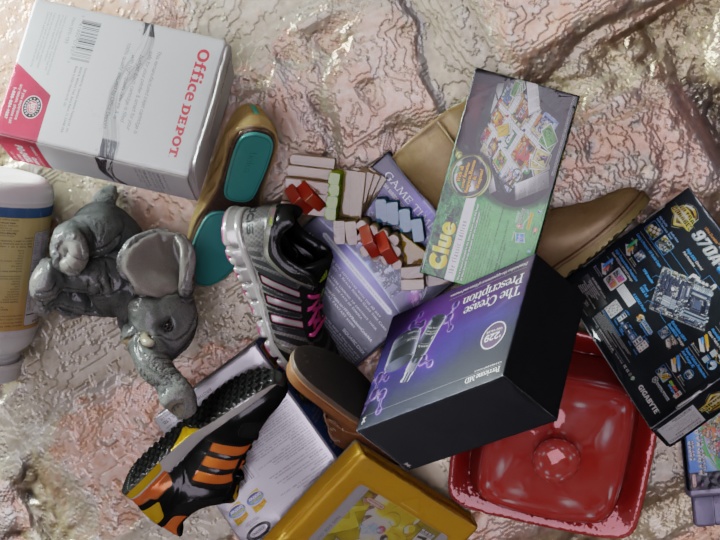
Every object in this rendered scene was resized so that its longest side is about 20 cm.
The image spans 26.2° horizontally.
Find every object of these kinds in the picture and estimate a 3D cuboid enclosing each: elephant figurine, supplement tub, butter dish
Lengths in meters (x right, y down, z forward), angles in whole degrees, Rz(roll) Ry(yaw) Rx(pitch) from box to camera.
[{"bbox_3d":[-0.211,0.028,1.511,0.198,0.141,0.156,26,97,4],"label":"elephant figurine"},{"bbox_3d":[-0.386,0.001,1.534,0.143,0.145,0.202,11,99,5],"label":"supplement tub"},{"bbox_3d":[0.188,0.165,1.484,0.197,0.148,0.202,11,100,6],"label":"butter dish"}]

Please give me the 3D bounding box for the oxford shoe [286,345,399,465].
[{"bbox_3d":[-0.012,0.142,1.508,0.071,0.072,0.200,-32,129,25],"label":"oxford shoe"}]

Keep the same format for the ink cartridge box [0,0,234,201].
[{"bbox_3d":[-0.234,-0.164,1.499,0.198,0.083,0.147,13,74,5],"label":"ink cartridge box"}]

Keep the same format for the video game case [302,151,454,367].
[{"bbox_3d":[0.000,0.000,1.550,0.200,0.019,0.143,-40,92,10],"label":"video game case"}]

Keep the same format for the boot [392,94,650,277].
[{"bbox_3d":[0.156,-0.087,1.496,0.175,0.066,0.201,-38,88,5],"label":"boot"}]

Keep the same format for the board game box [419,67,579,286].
[{"bbox_3d":[0.131,-0.080,1.461,0.104,0.023,0.202,16,95,6],"label":"board game box"}]

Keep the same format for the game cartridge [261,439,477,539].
[{"bbox_3d":[-0.006,0.283,1.541,0.176,0.032,0.200,35,102,-31],"label":"game cartridge"}]

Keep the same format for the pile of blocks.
[{"bbox_3d":[0.008,-0.049,1.502,0.199,0.062,0.083,31,101,1],"label":"pile of blocks"}]

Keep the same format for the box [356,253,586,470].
[{"bbox_3d":[0.101,0.088,1.430,0.079,0.142,0.199,36,141,-26],"label":"box"}]

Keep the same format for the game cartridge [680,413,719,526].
[{"bbox_3d":[0.378,0.149,1.517,0.128,0.038,0.202,-7,97,4],"label":"game cartridge"}]

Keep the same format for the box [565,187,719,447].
[{"bbox_3d":[0.296,0.040,1.440,0.158,0.201,0.046,-38,136,10],"label":"box"}]

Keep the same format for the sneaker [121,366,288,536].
[{"bbox_3d":[-0.134,0.177,1.498,0.199,0.070,0.090,-38,107,11],"label":"sneaker"}]

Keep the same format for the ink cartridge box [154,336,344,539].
[{"bbox_3d":[-0.094,0.186,1.558,0.136,0.076,0.201,-35,91,11],"label":"ink cartridge box"}]

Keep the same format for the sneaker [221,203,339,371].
[{"bbox_3d":[-0.058,0.020,1.494,0.087,0.074,0.201,-17,108,27],"label":"sneaker"}]

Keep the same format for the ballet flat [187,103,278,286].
[{"bbox_3d":[-0.128,-0.076,1.530,0.068,0.063,0.201,10,125,-24],"label":"ballet flat"}]
